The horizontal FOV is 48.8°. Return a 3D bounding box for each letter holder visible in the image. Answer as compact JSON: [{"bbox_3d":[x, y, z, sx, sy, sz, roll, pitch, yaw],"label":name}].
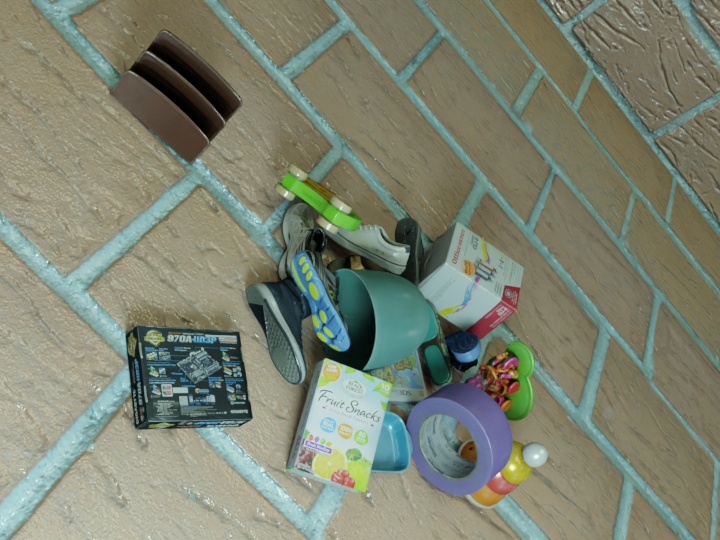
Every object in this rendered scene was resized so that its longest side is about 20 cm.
[{"bbox_3d":[-0.342,-0.329,1.496,0.200,0.142,0.101,41,43,-17],"label":"letter holder"}]

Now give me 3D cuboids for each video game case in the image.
[{"bbox_3d":[0.054,0.178,1.657,0.181,0.022,0.202,11,58,-41],"label":"video game case"}]

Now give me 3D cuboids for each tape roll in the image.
[{"bbox_3d":[0.192,0.330,1.559,0.085,0.199,0.202,-21,81,-49],"label":"tape roll"}]

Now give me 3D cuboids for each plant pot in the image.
[{"bbox_3d":[0.037,0.094,1.536,0.159,0.200,0.203,-3,67,-34],"label":"plant pot"}]

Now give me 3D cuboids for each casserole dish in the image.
[{"bbox_3d":[0.016,0.327,1.512,0.198,0.039,0.123,16,55,-39],"label":"casserole dish"}]

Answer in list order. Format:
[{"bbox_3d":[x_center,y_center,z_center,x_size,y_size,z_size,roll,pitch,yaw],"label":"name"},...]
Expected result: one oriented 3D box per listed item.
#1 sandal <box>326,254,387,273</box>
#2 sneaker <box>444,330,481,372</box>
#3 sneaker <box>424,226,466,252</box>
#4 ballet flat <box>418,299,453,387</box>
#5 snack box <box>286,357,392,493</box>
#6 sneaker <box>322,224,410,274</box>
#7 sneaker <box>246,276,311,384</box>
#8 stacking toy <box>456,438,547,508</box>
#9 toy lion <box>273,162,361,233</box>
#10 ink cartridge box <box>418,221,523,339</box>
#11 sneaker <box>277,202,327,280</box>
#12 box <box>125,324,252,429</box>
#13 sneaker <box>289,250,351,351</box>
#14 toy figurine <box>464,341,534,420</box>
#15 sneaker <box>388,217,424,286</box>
[{"bbox_3d":[0.000,0.000,1.691,0.199,0.054,0.083,-13,75,-48],"label":"sandal"},{"bbox_3d":[0.232,0.184,1.727,0.200,0.069,0.079,-119,-176,-84],"label":"sneaker"},{"bbox_3d":[0.227,-0.061,1.938,0.076,0.077,0.200,55,41,-1],"label":"sneaker"},{"bbox_3d":[0.157,0.162,1.746,0.074,0.074,0.202,6,64,-42],"label":"ballet flat"},{"bbox_3d":[-0.036,0.277,1.417,0.141,0.053,0.202,23,67,-17],"label":"snack box"},{"bbox_3d":[0.017,-0.068,1.690,0.198,0.071,0.073,27,14,6],"label":"sneaker"},{"bbox_3d":[-0.113,0.104,1.496,0.145,0.077,0.204,-12,73,-45],"label":"sneaker"},{"bbox_3d":[0.306,0.395,1.630,0.145,0.199,0.148,24,50,-32],"label":"stacking toy"},{"bbox_3d":[-0.073,-0.143,1.636,0.199,0.069,0.191,38,10,25],"label":"toy lion"},{"bbox_3d":[0.240,0.023,1.784,0.199,0.145,0.146,32,46,-12],"label":"ink cartridge box"},{"bbox_3d":[-0.101,-0.070,1.590,0.075,0.115,0.203,27,49,-30],"label":"sneaker"},{"bbox_3d":[-0.280,0.177,1.308,0.198,0.046,0.161,7,60,-42],"label":"box"},{"bbox_3d":[-0.060,0.052,1.474,0.082,0.070,0.202,-21,85,-48],"label":"sneaker"},{"bbox_3d":[0.267,0.259,1.712,0.182,0.202,0.150,-13,45,-36],"label":"toy figurine"},{"bbox_3d":[0.103,-0.007,1.779,0.114,0.075,0.202,46,50,-73],"label":"sneaker"}]
